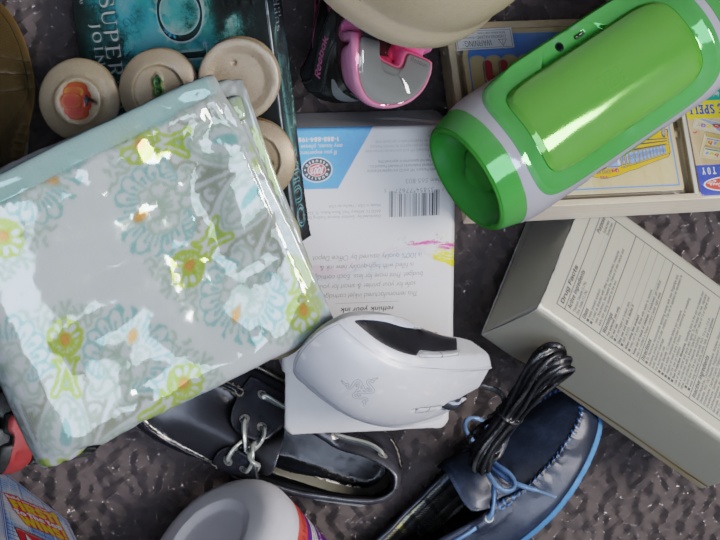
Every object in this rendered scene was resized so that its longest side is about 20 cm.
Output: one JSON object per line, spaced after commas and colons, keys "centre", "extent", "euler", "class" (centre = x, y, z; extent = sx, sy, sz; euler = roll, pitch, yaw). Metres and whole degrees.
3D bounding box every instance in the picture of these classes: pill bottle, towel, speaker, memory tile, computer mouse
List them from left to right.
{"centre": [-0.130, -0.003, 1.140], "extent": [0.199, 0.048, 0.172], "euler": [-25, 102, -13], "class": "towel"}
{"centre": [-0.112, -0.036, 1.195], "extent": [0.152, 0.017, 0.202], "euler": [-6, 101, 3], "class": "memory tile"}
{"centre": [-0.044, 0.237, 1.297], "extent": [0.112, 0.113, 0.200], "euler": [-39, 122, 0], "class": "pill bottle"}
{"centre": [0.043, 0.076, 1.210], "extent": [0.199, 0.044, 0.110], "euler": [14, 130, -40], "class": "computer mouse"}
{"centre": [0.141, -0.107, 1.218], "extent": [0.199, 0.088, 0.089], "euler": [-34, 108, -18], "class": "speaker"}

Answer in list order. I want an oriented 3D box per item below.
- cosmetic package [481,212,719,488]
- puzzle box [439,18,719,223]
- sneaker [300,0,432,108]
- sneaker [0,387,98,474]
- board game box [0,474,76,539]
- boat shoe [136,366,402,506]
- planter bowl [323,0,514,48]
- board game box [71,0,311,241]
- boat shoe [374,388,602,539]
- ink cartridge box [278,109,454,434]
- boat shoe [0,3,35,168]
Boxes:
{"centre": [0.190, 0.048, 1.309], "extent": [0.199, 0.073, 0.104], "euler": [35, 60, -15], "class": "cosmetic package"}
{"centre": [0.155, -0.100, 1.277], "extent": [0.198, 0.025, 0.134], "euler": [-4, 71, -10], "class": "puzzle box"}
{"centre": [0.004, -0.195, 1.234], "extent": [0.079, 0.095, 0.202], "euler": [20, 74, -31], "class": "sneaker"}
{"centre": [-0.190, 0.032, 1.255], "extent": [0.097, 0.071, 0.202], "euler": [7, 92, -30], "class": "sneaker"}
{"centre": [-0.189, 0.215, 1.250], "extent": [0.200, 0.200, 0.062], "euler": [33, 100, -36], "class": "board game box"}
{"centre": [-0.062, 0.108, 1.299], "extent": [0.199, 0.063, 0.073], "euler": [19, 99, -15], "class": "boat shoe"}
{"centre": [0.055, -0.245, 1.133], "extent": [0.199, 0.134, 0.202], "euler": [14, 68, -36], "class": "planter bowl"}
{"centre": [-0.107, -0.113, 1.219], "extent": [0.134, 0.028, 0.202], "euler": [-3, 102, 20], "class": "board game box"}
{"centre": [0.081, 0.155, 1.326], "extent": [0.200, 0.084, 0.069], "euler": [-50, 124, 1], "class": "boat shoe"}
{"centre": [0.000, 0.000, 1.283], "extent": [0.114, 0.068, 0.202], "euler": [-2, 103, -9], "class": "ink cartridge box"}
{"centre": [-0.238, -0.070, 1.197], "extent": [0.073, 0.066, 0.202], "euler": [4, 68, -24], "class": "boat shoe"}
